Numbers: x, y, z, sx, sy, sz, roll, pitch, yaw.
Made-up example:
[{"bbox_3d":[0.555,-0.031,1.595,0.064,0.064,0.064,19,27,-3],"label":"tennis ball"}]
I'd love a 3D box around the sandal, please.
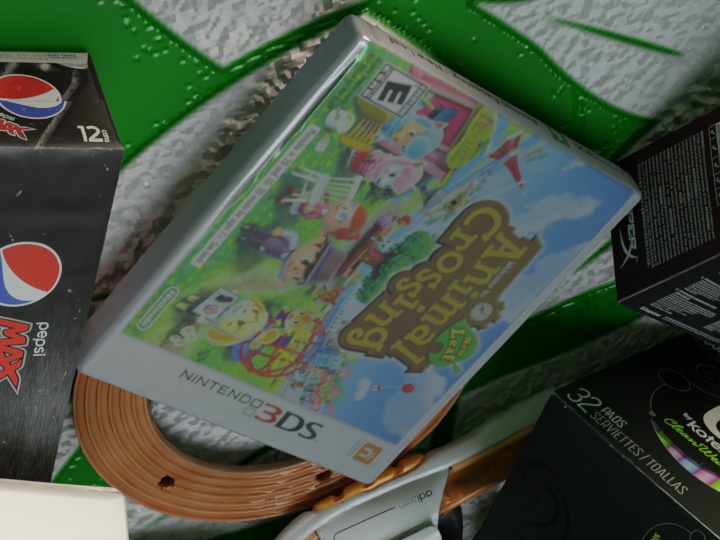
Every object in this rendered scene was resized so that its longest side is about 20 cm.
[{"bbox_3d":[0.043,0.125,1.056,0.205,0.060,0.079,-30,155,5],"label":"sandal"}]

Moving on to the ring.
[{"bbox_3d":[-0.038,0.042,0.985,0.198,0.019,0.202,-12,134,-12],"label":"ring"}]

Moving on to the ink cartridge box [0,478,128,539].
[{"bbox_3d":[-0.178,0.192,0.922,0.084,0.146,0.200,9,151,-34],"label":"ink cartridge box"}]

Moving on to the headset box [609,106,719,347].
[{"bbox_3d":[0.232,-0.031,0.944,0.148,0.078,0.199,21,144,-37],"label":"headset box"}]

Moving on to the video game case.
[{"bbox_3d":[0.000,0.000,0.934,0.181,0.022,0.200,25,117,-38],"label":"video game case"}]

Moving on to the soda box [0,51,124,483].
[{"bbox_3d":[-0.151,0.008,0.869,0.070,0.064,0.201,-1,132,-23],"label":"soda box"}]

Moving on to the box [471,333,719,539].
[{"bbox_3d":[0.176,0.148,1.014,0.148,0.200,0.125,-18,141,-51],"label":"box"}]
